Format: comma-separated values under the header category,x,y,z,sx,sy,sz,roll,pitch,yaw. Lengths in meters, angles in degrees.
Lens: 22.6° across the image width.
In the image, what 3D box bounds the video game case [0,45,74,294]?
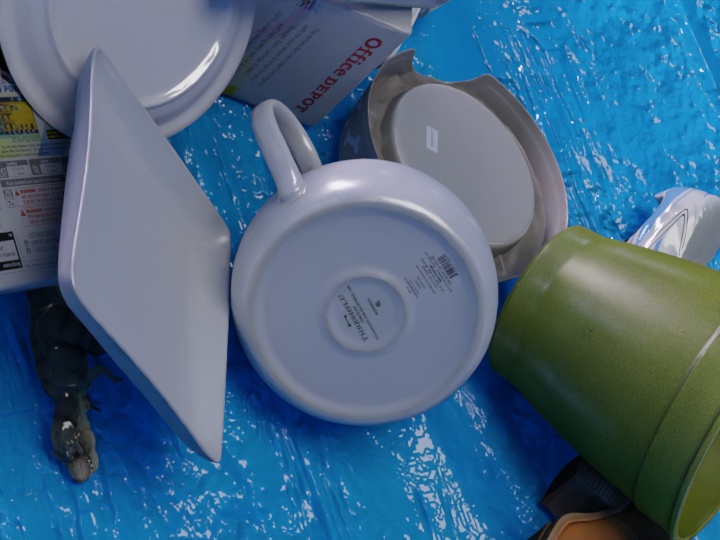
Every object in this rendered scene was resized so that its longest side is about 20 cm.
category,x,y,z,sx,sy,sz,roll,pitch,yaw
video game case,-0.219,-0.078,1.126,0.200,0.022,0.183,-12,84,-60

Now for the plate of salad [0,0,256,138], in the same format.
category,x,y,z,sx,sy,sz,roll,pitch,yaw
plate of salad,-0.153,-0.179,1.170,0.200,0.048,0.201,-15,113,-38

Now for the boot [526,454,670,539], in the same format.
category,x,y,z,sx,sy,sz,roll,pitch,yaw
boot,0.183,0.238,1.312,0.155,0.074,0.200,44,46,-2

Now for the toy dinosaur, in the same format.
category,x,y,z,sx,sy,sz,roll,pitch,yaw
toy dinosaur,-0.185,0.035,1.184,0.088,0.047,0.200,-11,70,-32

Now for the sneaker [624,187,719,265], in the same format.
category,x,y,z,sx,sy,sz,roll,pitch,yaw
sneaker,0.237,0.013,1.492,0.200,0.072,0.072,-56,131,-28

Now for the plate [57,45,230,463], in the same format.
category,x,y,z,sx,sy,sz,roll,pitch,yaw
plate,-0.138,-0.006,1.133,0.200,0.032,0.200,59,22,-47

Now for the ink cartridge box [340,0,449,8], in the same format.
category,x,y,z,sx,sy,sz,roll,pitch,yaw
ink cartridge box,-0.016,-0.256,1.226,0.200,0.048,0.146,-5,82,-48

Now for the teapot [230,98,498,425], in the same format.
category,x,y,z,sx,sy,sz,roll,pitch,yaw
teapot,0.000,0.000,1.265,0.197,0.200,0.146,12,21,-6

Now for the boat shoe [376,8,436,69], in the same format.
category,x,y,z,sx,sy,sz,roll,pitch,yaw
boat shoe,0.045,-0.237,1.471,0.069,0.071,0.200,41,58,-36

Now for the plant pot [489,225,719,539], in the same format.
category,x,y,z,sx,sy,sz,roll,pitch,yaw
plant pot,0.207,0.067,1.339,0.193,0.201,0.200,31,44,23

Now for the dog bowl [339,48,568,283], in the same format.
category,x,y,z,sx,sy,sz,roll,pitch,yaw
dog bowl,0.068,-0.073,1.397,0.200,0.059,0.200,24,49,-30

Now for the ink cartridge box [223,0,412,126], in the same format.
category,x,y,z,sx,sy,sz,roll,pitch,yaw
ink cartridge box,-0.079,-0.226,1.326,0.200,0.147,0.145,19,56,-27
